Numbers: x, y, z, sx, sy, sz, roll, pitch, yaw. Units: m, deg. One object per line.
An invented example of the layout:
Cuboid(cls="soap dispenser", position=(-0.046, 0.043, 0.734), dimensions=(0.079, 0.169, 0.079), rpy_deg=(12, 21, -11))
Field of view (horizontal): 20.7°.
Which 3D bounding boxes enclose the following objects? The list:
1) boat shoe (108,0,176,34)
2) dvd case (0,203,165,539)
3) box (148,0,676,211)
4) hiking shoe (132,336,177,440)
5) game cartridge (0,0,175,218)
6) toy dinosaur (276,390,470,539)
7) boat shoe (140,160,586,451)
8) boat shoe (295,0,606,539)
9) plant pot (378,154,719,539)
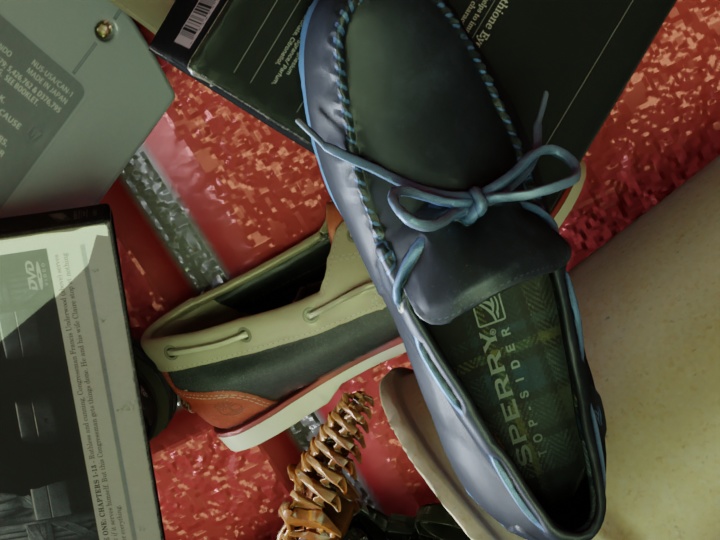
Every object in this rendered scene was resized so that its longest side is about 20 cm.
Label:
Cuboid(cls="boat shoe", position=(-0.059, -0.120, 0.743), dimensions=(0.200, 0.073, 0.063), rpy_deg=(29, 76, -28))
Cuboid(cls="dvd case", position=(-0.182, 0.061, 0.747), dimensions=(0.199, 0.025, 0.151), rpy_deg=(-9, 112, -5))
Cuboid(cls="box", position=(0.039, -0.124, 0.691), dimensions=(0.141, 0.079, 0.201), rpy_deg=(31, 91, -19))
Cuboid(cls="hiking shoe", position=(-0.169, 0.103, 0.837), dimensions=(0.200, 0.101, 0.076), rpy_deg=(-40, 98, 17))
Cuboid(cls="game cartridge", position=(-0.170, -0.091, 0.739), dimensions=(0.200, 0.040, 0.134), rpy_deg=(42, 80, -28))
Cuboid(cls="toy dinosaur", position=(0.004, 0.140, 0.855), dimensions=(0.135, 0.103, 0.200), rpy_deg=(10, 152, 17))
Cuboid(cls="boat shoe", position=(0.000, 0.000, 0.806), dimensions=(0.200, 0.071, 0.063), rpy_deg=(-34, 108, 21))
Cuboid(cls="boat shoe", position=(0.045, -0.005, 0.641), dimensions=(0.084, 0.069, 0.201), rpy_deg=(-29, 106, -9))
Cuboid(cls="plant pot", position=(0.141, 0.051, 0.773), dimensions=(0.200, 0.201, 0.184), rpy_deg=(42, 99, -18))
